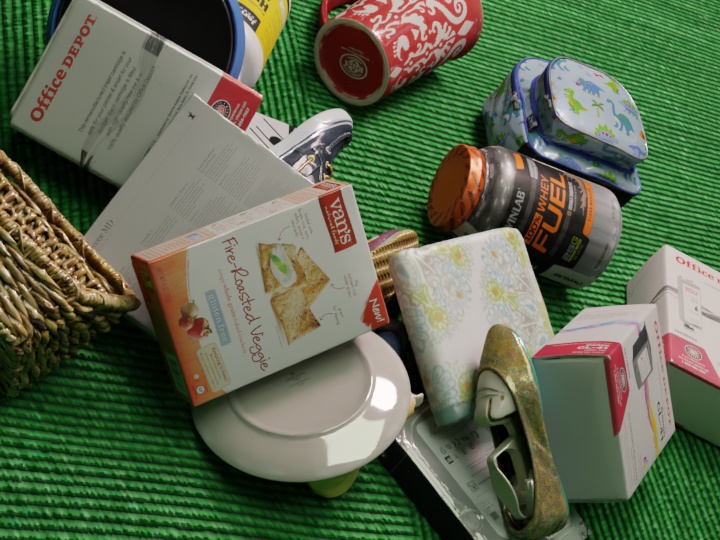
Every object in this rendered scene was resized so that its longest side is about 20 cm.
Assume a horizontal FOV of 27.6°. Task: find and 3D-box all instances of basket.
[{"bbox_3d":[-0.289,-0.026,1.207,0.149,0.143,0.200,-37,77,-27],"label":"basket"}]

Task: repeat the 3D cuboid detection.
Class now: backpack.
[{"bbox_3d":[0.250,-0.170,1.780,0.182,0.147,0.201,18,40,-26],"label":"backpack"}]

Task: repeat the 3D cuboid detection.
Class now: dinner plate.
[{"bbox_3d":[-0.054,0.104,1.310,0.198,0.024,0.201,-1,43,0],"label":"dinner plate"}]

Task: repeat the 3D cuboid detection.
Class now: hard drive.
[{"bbox_3d":[0.116,0.207,1.399,0.139,0.038,0.200,-21,67,-46],"label":"hard drive"}]

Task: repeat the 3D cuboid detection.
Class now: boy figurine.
[{"bbox_3d":[-0.005,0.124,1.355,0.123,0.065,0.201,4,41,13],"label":"boy figurine"}]

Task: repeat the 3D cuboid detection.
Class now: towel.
[{"bbox_3d":[0.116,0.052,1.444,0.199,0.048,0.172,-13,81,-48],"label":"towel"}]

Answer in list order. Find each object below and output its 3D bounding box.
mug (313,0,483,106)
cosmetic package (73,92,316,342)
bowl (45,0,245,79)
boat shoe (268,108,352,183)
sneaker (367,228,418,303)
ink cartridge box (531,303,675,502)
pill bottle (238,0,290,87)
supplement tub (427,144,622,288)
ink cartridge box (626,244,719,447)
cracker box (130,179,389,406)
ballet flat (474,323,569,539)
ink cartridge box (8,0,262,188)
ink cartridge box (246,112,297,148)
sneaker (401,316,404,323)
[{"bbox_3d":[0.026,-0.280,1.765,0.200,0.177,0.134,-40,116,-46],"label":"mug"},{"bbox_3d":[-0.152,-0.036,1.332,0.150,0.052,0.200,37,80,-3],"label":"cosmetic package"},{"bbox_3d":[-0.214,-0.230,1.460,0.200,0.201,0.039,31,3,-8],"label":"bowl"},{"bbox_3d":[-0.054,-0.086,1.463,0.091,0.071,0.200,44,48,10],"label":"boat shoe"},{"bbox_3d":[0.000,0.000,1.485,0.200,0.089,0.076,-14,99,-70],"label":"sneaker"},{"bbox_3d":[0.243,0.127,1.450,0.200,0.085,0.149,-29,111,-61],"label":"ink cartridge box"},{"bbox_3d":[-0.150,-0.253,1.588,0.111,0.111,0.201,29,40,-10],"label":"pill bottle"},{"bbox_3d":[0.183,-0.064,1.645,0.199,0.123,0.123,18,43,-22],"label":"supplement tub"},{"bbox_3d":[0.386,0.085,1.682,0.146,0.083,0.201,26,41,-13],"label":"ink cartridge box"},{"bbox_3d":[-0.085,0.017,1.282,0.199,0.058,0.135,-23,107,-22],"label":"cracker box"},{"bbox_3d":[0.139,0.151,1.349,0.070,0.070,0.201,-14,88,-44],"label":"ballet flat"},{"bbox_3d":[-0.215,-0.155,1.406,0.199,0.145,0.084,30,3,-10],"label":"ink cartridge box"},{"bbox_3d":[-0.101,-0.078,1.507,0.093,0.044,0.201,19,43,-19],"label":"ink cartridge box"},{"bbox_3d":[0.096,0.023,1.542,0.199,0.071,0.099,-5,52,-46],"label":"sneaker"}]
